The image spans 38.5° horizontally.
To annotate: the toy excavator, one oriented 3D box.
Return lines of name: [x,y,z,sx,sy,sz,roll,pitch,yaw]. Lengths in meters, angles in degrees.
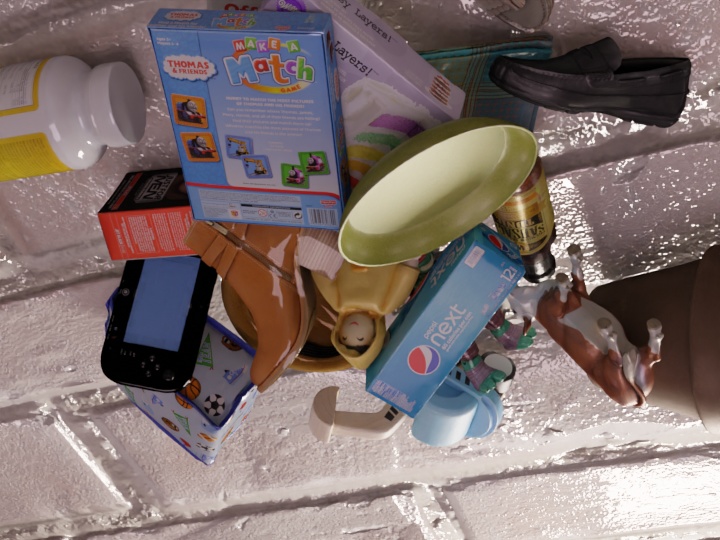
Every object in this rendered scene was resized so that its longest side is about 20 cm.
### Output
toy excavator: [0.063,0.157,1.213,0.193,0.200,0.101,29,135,14]

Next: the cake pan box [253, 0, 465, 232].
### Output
cake pan box: [-0.038,-0.150,0.912,0.199,0.053,0.184,37,129,-17]

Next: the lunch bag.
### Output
lunch bag: [-0.219,0.113,1.231,0.199,0.124,0.170,35,150,5]

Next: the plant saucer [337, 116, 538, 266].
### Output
plant saucer: [0.064,-0.074,0.915,0.198,0.031,0.201,-23,157,-11]

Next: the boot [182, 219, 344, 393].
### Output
boot: [-0.110,0.009,1.026,0.153,0.074,0.202,26,104,-1]

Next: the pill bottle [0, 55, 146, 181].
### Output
pill bottle: [-0.322,-0.153,1.034,0.197,0.113,0.113,-6,132,14]

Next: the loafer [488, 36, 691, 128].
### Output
loafer: [0.213,-0.181,0.950,0.198,0.068,0.071,5,115,-17]

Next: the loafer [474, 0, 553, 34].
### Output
loafer: [0.101,-0.276,0.891,0.071,0.063,0.200,-25,124,29]

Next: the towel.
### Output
towel: [0.083,-0.149,0.985,0.197,0.022,0.148,-10,136,-17]

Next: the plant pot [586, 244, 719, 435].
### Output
plant pot: [0.338,0.074,1.116,0.173,0.201,0.201,-2,135,34]

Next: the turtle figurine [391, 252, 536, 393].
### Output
turtle figurine: [0.105,0.032,1.155,0.150,0.101,0.200,-42,108,-2]

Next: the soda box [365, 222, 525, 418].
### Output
soda box: [0.082,0.049,1.052,0.064,0.068,0.201,31,111,-12]

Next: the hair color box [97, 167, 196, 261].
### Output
hair color box: [-0.166,-0.066,1.095,0.197,0.102,0.062,-4,121,11]

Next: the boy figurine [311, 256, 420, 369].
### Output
boy figurine: [0.000,0.000,1.069,0.123,0.203,0.064,9,178,11]

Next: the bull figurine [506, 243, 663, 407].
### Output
bull figurine: [0.228,0.053,1.060,0.065,0.200,0.122,-33,147,-21]

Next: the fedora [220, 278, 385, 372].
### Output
fedora: [-0.059,0.026,1.182,0.198,0.082,0.203,8,128,10]

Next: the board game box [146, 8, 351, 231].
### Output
board game box: [-0.089,-0.126,0.889,0.149,0.037,0.202,5,134,12]

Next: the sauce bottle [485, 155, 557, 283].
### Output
sauce bottle: [0.171,-0.054,1.066,0.065,0.067,0.201,-9,145,16]

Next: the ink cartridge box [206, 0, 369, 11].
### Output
ink cartridge box: [-0.068,-0.193,0.978,0.144,0.084,0.202,8,134,0]

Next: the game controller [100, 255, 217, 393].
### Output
game controller: [-0.219,0.035,1.144,0.103,0.203,0.042,13,159,-7]
